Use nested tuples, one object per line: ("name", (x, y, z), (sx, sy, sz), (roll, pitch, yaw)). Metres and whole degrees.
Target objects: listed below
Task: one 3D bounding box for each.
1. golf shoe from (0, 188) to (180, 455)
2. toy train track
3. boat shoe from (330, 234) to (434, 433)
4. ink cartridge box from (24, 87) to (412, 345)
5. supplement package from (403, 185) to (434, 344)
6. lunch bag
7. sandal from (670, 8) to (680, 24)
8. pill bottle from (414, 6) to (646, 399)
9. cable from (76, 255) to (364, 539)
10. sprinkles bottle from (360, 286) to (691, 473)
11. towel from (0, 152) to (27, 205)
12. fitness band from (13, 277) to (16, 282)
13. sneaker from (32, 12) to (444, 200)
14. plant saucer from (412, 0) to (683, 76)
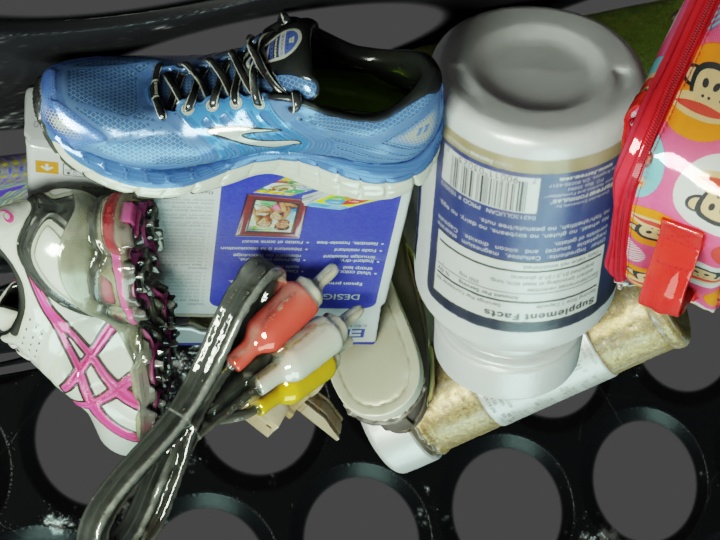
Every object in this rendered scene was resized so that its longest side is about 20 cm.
("golf shoe", (-0.144, 0.027, 1.191), (0.092, 0.073, 0.200), (2, 140, 6))
("toy train track", (-0.042, 0.029, 1.362), (0.033, 0.115, 0.200), (-44, -163, 24))
("boat shoe", (0.000, 0.000, 1.352), (0.072, 0.200, 0.060), (-18, 157, 9))
("ink cartridge box", (-0.078, -0.024, 1.214), (0.197, 0.047, 0.200), (1, 152, -7))
("supplement package", (0.070, -0.030, 1.475), (0.199, 0.152, 0.151), (-10, 176, -6))
("lunch bag", (0.170, -0.059, 1.072), (0.082, 0.176, 0.200), (22, 167, 10))
("sandal", (0.262, -0.141, 1.199), (0.199, 0.054, 0.080), (-9, 175, -20))
("pill bottle", (0.085, -0.029, 1.195), (0.111, 0.111, 0.200), (-10, 135, -13))
("cable", (-0.074, 0.071, 1.189), (0.050, 0.200, 0.097), (25, 150, 28))
("sprinkles bottle", (0.096, 0.054, 1.363), (0.200, 0.068, 0.068), (-26, 171, 18))
("towel", (-0.214, -0.049, 1.385), (0.200, 0.023, 0.143), (-7, 175, -43))
("fitness band", (-0.134, -0.019, 1.432), (0.200, 0.037, 0.144), (-13, -148, 39))
("sneaker", (-0.054, -0.087, 1.076), (0.199, 0.079, 0.089), (-1, 145, -13))
("plant saucer", (0.132, -0.067, 1.300), (0.199, 0.048, 0.200), (-11, 149, 0))
